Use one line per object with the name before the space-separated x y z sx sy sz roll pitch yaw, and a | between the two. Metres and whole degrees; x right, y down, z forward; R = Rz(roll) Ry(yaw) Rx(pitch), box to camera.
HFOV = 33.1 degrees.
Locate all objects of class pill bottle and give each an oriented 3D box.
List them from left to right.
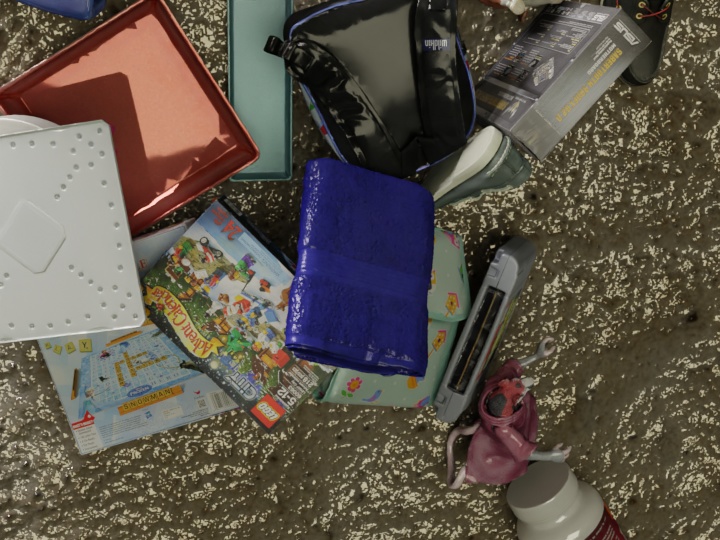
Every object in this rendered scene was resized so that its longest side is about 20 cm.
pill bottle | 0.260 0.329 1.464 0.113 0.113 0.201 -33 111 -1

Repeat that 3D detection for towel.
towel | 0.000 0.000 1.177 0.147 0.050 0.201 15 67 -23

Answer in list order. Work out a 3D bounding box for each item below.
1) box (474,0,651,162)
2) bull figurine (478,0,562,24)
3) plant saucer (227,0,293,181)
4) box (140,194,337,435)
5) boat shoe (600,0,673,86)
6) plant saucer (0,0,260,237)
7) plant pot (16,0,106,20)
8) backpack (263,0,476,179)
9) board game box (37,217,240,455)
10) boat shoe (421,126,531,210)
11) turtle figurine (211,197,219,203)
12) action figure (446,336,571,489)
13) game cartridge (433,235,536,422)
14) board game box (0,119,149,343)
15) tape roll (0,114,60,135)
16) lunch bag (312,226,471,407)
box | 0.193 -0.201 1.243 0.048 0.200 0.159 40 94 -17
bull figurine | 0.125 -0.314 1.243 0.199 0.121 0.065 27 100 -13
plant saucer | -0.106 -0.194 1.277 0.069 0.019 0.201 -2 106 -11
box | -0.113 0.045 1.200 0.200 0.038 0.137 44 101 -4
boat shoe | 0.303 -0.297 1.313 0.073 0.063 0.203 -8 109 -12
plant saucer | -0.236 -0.151 1.243 0.199 0.037 0.200 -31 110 4
plant pot | -0.310 -0.346 1.097 0.179 0.200 0.201 10 105 -9
backpack | 0.024 -0.193 1.236 0.199 0.154 0.192 -20 105 4
board game box | -0.232 0.070 1.261 0.199 0.041 0.201 -17 99 11
boat shoe | 0.112 -0.090 1.264 0.062 0.200 0.073 31 69 -12
turtle figurine | -0.170 0.022 1.304 0.160 0.065 0.201 -20 118 2
action figure | 0.157 0.158 1.365 0.148 0.135 0.200 -7 154 7
game cartridge | 0.140 0.063 1.348 0.041 0.133 0.201 23 107 8
board game box | -0.315 -0.035 1.179 0.199 0.026 0.201 -7 101 12
tape roll | -0.344 -0.054 1.212 0.201 0.037 0.204 2 102 11
lunch bag | 0.023 0.038 1.297 0.170 0.122 0.201 10 105 -43
